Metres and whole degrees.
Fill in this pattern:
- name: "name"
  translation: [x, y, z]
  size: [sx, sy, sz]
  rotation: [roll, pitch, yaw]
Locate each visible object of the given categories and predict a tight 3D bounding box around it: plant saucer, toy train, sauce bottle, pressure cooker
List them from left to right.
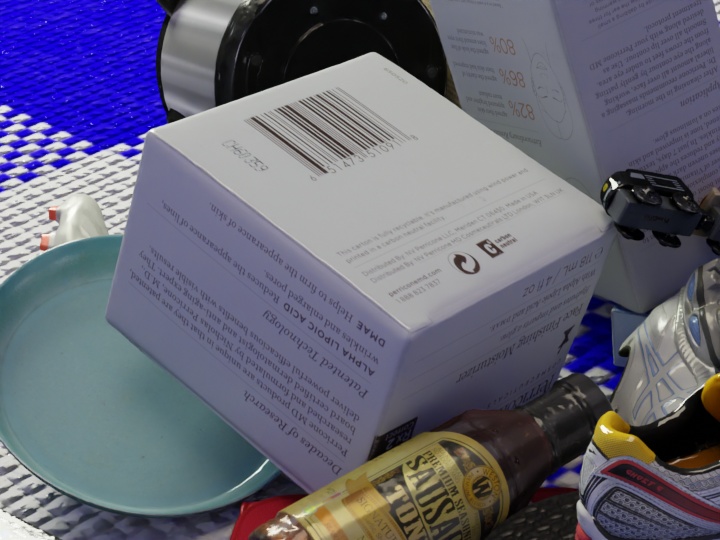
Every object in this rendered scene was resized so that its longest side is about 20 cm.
- name: "plant saucer"
  translation: [-0.122, 0.062, 1.050]
  size: [0.198, 0.028, 0.202]
  rotation: [9, 48, -10]
- name: "pressure cooker"
  translation: [-0.049, -0.140, 1.294]
  size: [0.177, 0.178, 0.200]
  rotation: [-11, 17, -22]
- name: "sauce bottle"
  translation: [0.040, 0.110, 0.919]
  size: [0.199, 0.067, 0.066]
  rotation: [-29, 34, -24]
- name: "toy train"
  translation: [0.217, -0.028, 1.050]
  size: [0.198, 0.034, 0.046]
  rotation: [9, 32, -31]

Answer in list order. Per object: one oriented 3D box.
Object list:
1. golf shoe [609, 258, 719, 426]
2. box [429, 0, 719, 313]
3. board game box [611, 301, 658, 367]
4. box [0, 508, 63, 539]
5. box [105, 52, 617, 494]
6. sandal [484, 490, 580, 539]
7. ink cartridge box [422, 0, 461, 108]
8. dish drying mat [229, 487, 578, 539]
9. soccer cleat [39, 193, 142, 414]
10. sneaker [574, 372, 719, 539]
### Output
- name: "golf shoe"
  translation: [0.174, 0.091, 0.988]
  size: [0.097, 0.078, 0.201]
  rotation: [-34, 25, 33]
- name: "box"
  translation: [0.142, -0.098, 1.109]
  size: [0.106, 0.202, 0.152]
  rotation: [-27, 22, -20]
- name: "board game box"
  translation: [0.280, 0.010, 1.124]
  size: [0.198, 0.044, 0.199]
  rotation: [9, 31, 27]
- name: "box"
  translation: [-0.243, 0.181, 0.901]
  size: [0.199, 0.048, 0.192]
  rotation: [18, 33, 39]
- name: "box"
  translation: [0.000, 0.000, 1.023]
  size: [0.199, 0.132, 0.198]
  rotation: [37, 39, 25]
- name: "sandal"
  translation: [0.070, 0.171, 0.868]
  size: [0.199, 0.045, 0.075]
  rotation: [-36, 35, -29]
- name: "ink cartridge box"
  translation: [0.088, -0.126, 1.289]
  size: [0.074, 0.167, 0.200]
  rotation: [-13, 29, -20]
- name: "dish drying mat"
  translation: [0.030, 0.139, 0.956]
  size: [0.197, 0.018, 0.077]
  rotation: [-2, 29, 7]
- name: "soccer cleat"
  translation: [-0.160, 0.033, 1.128]
  size: [0.077, 0.070, 0.201]
  rotation: [2, 45, -9]
- name: "sneaker"
  translation: [0.194, 0.087, 0.843]
  size: [0.198, 0.083, 0.078]
  rotation: [-11, 23, -15]
